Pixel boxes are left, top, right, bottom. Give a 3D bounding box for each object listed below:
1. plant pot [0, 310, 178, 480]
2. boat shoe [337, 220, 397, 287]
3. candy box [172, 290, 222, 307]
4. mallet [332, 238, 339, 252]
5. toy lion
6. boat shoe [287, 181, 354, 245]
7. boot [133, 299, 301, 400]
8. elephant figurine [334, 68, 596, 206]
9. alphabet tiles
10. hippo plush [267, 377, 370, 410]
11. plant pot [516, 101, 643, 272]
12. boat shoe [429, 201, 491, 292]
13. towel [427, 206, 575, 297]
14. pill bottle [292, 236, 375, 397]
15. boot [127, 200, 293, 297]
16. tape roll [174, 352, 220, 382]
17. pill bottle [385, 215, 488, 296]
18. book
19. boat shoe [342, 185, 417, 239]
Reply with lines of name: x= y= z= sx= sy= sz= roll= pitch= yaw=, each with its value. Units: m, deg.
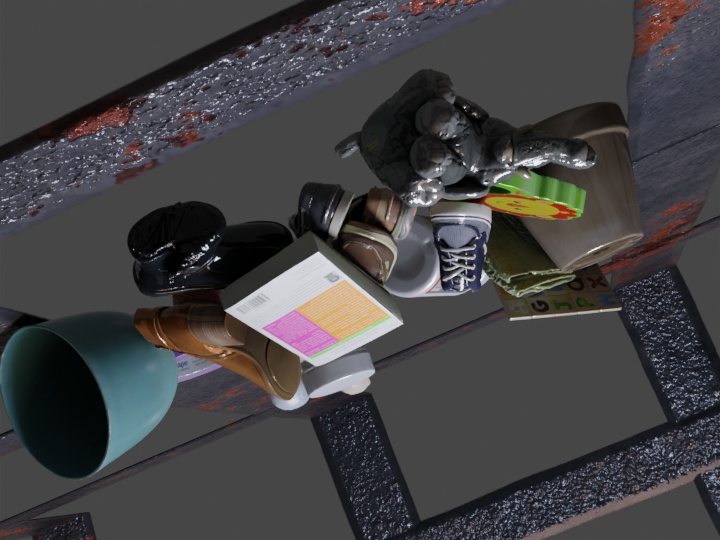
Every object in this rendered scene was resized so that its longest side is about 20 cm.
plant pot: x=-0.331 y=0.142 z=1.420 sx=0.200 sy=0.201 sz=0.161 roll=-32 pitch=175 yaw=39
boat shoe: x=0.006 y=0.001 z=1.393 sx=0.074 sy=0.075 sz=0.202 roll=13 pitch=165 yaw=10
candy box: x=-0.181 y=0.045 z=1.443 sx=0.115 sy=0.055 sz=0.200 roll=15 pitch=161 yaw=-4
mallet: x=-0.076 y=-0.001 z=1.609 sx=0.200 sy=0.066 sz=0.041 roll=-13 pitch=174 yaw=40
toy lion: x=0.169 y=-0.098 z=1.324 sx=0.191 sy=0.069 sz=0.200 roll=9 pitch=175 yaw=16
boat shoe: x=-0.055 y=-0.066 z=1.358 sx=0.063 sy=0.073 sz=0.200 roll=24 pitch=166 yaw=-4
boot: x=-0.175 y=0.095 z=1.390 sx=0.154 sy=0.074 sz=0.200 roll=-2 pitch=143 yaw=33
elephant figurine: x=0.110 y=-0.123 z=1.151 sx=0.200 sy=0.155 sz=0.142 roll=2 pitch=133 yaw=-41
alphabet tiles: x=0.251 y=-0.013 z=1.551 sx=0.167 sy=0.200 sz=0.008 roll=-5 pitch=137 yaw=-17
hippo plush: x=-0.092 y=0.122 z=1.714 sx=0.160 sy=0.200 sz=0.159 roll=-23 pitch=143 yaw=-8
plant pot: x=0.286 y=-0.100 z=1.475 sx=0.200 sy=0.174 sz=0.200 roll=-22 pitch=168 yaw=-5
boat shoe: x=0.124 y=-0.024 z=1.348 sx=0.074 sy=0.093 sz=0.200 roll=2 pitch=172 yaw=13
towel: x=0.188 y=-0.042 z=1.514 sx=0.148 sy=0.200 sz=0.037 roll=-8 pitch=138 yaw=-45
pill bottle: x=-0.061 y=0.061 z=1.494 sx=0.114 sy=0.200 sz=0.114 roll=-21 pitch=167 yaw=-5
boot: x=-0.160 y=-0.028 z=1.242 sx=0.200 sy=0.077 sz=0.168 roll=-12 pitch=169 yaw=-15
tape roll: x=-0.259 y=0.113 z=1.692 sx=0.200 sy=0.066 sz=0.200 roll=-22 pitch=167 yaw=-5
pill bottle: x=0.111 y=-0.020 z=1.609 sx=0.114 sy=0.114 sz=0.200 roll=-28 pitch=166 yaw=27
book: x=-0.055 y=0.042 z=1.320 sx=0.133 sy=0.048 sz=0.200 roll=-32 pitch=144 yaw=14
boat shoe: x=0.015 y=-0.069 z=1.417 sx=0.072 sy=0.076 sz=0.200 roll=16 pitch=164 yaw=-10
